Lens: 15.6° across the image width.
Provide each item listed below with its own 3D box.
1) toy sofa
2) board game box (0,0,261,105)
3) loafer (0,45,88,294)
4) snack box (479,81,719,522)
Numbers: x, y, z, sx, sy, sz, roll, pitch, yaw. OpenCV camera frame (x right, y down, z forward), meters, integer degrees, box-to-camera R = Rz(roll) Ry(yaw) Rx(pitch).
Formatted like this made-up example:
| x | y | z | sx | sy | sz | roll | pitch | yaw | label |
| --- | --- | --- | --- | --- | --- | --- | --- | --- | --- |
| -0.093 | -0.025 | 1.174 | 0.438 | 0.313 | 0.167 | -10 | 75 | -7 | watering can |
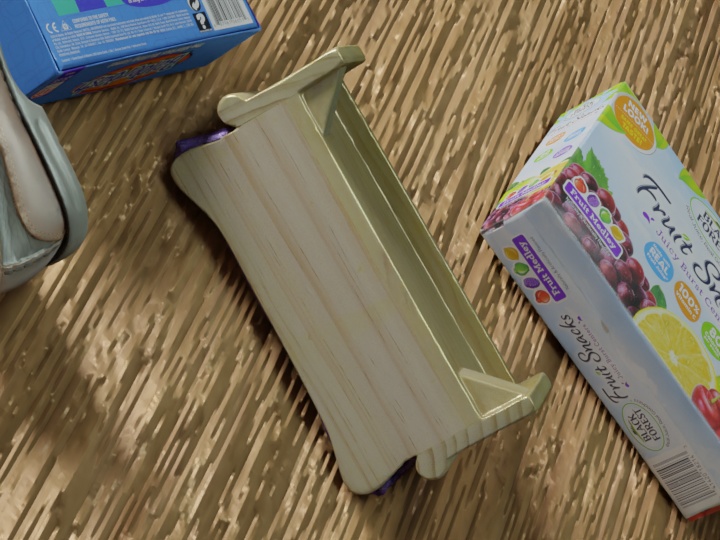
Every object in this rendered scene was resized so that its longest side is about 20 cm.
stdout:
| x | y | z | sx | sy | sz | roll | pitch | yaw | label |
| --- | --- | --- | --- | --- | --- | --- | --- | --- | --- |
| 0.000 | 0.000 | 1.228 | 0.200 | 0.097 | 0.083 | 60 | 10 | -1 | toy sofa |
| -0.144 | -0.179 | 1.188 | 0.152 | 0.045 | 0.201 | -19 | 82 | -54 | board game box |
| -0.182 | -0.082 | 1.057 | 0.063 | 0.072 | 0.200 | -39 | 101 | -47 | loafer |
| 0.161 | 0.015 | 1.428 | 0.200 | 0.053 | 0.142 | 54 | 35 | -12 | snack box |
